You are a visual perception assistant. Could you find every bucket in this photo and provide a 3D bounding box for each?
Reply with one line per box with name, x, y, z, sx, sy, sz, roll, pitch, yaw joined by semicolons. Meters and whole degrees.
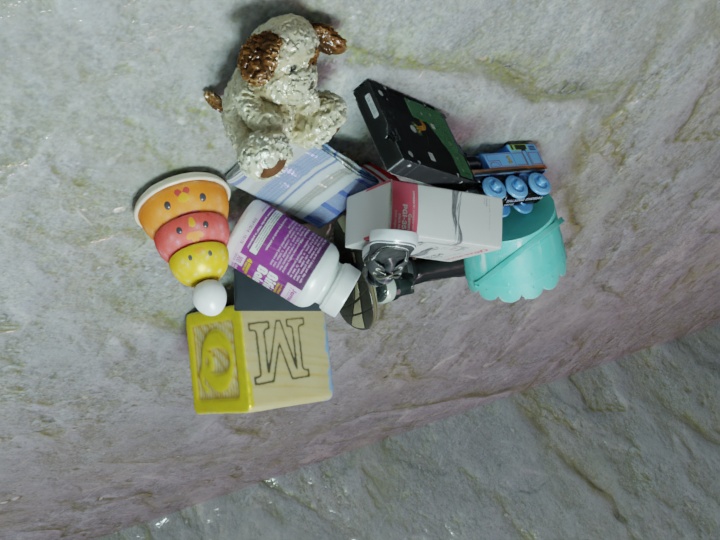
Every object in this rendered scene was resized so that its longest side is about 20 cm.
bucket;0.280;-0.056;1.693;0.206;0.208;0.135;-21;128;-4

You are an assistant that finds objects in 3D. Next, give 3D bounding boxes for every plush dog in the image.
plush dog;-0.103;-0.231;1.109;0.200;0.160;0.172;-40;163;-50

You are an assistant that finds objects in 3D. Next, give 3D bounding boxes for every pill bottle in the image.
pill bottle;-0.104;-0.014;1.406;0.113;0.199;0.112;-59;-179;2

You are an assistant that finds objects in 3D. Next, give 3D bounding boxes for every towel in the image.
towel;-0.086;-0.136;1.375;0.147;0.024;0.199;-35;137;30

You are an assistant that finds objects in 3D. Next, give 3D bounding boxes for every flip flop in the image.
flip flop;0.000;0.000;1.470;0.081;0.201;0.057;5;-162;39

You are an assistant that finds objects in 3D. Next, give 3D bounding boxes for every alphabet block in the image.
alphabet block;-0.192;0.164;1.739;0.199;0.198;0.195;-2;172;-43

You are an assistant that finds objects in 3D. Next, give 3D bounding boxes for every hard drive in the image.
hard drive;0.082;-0.190;1.332;0.038;0.140;0.199;-35;156;30

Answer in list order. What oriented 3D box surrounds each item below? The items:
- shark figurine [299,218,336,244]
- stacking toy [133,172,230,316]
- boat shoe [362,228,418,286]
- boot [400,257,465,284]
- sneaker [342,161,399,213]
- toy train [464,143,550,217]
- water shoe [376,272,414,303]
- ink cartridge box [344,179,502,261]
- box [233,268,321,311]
shark figurine;-0.123;-0.053;1.544;0.214;0.090;0.129;-27;126;-12
stacking toy;-0.232;-0.027;1.320;0.145;0.201;0.146;-20;158;-8
boat shoe;0.035;-0.013;1.296;0.069;0.067;0.200;5;170;-11
boot;0.146;-0.006;1.781;0.199;0.066;0.165;-6;177;-20
sneaker;0.037;-0.086;1.508;0.115;0.078;0.201;-31;121;-7
toy train;0.242;-0.158;1.596;0.199;0.115;0.087;-8;153;-33
water shoe;0.029;0.021;1.658;0.078;0.072;0.200;-7;-165;-26
ink cartridge box;0.096;-0.072;1.383;0.199;0.083;0.146;7;169;-27
box;-0.110;0.026;1.577;0.199;0.079;0.141;0;-178;1
